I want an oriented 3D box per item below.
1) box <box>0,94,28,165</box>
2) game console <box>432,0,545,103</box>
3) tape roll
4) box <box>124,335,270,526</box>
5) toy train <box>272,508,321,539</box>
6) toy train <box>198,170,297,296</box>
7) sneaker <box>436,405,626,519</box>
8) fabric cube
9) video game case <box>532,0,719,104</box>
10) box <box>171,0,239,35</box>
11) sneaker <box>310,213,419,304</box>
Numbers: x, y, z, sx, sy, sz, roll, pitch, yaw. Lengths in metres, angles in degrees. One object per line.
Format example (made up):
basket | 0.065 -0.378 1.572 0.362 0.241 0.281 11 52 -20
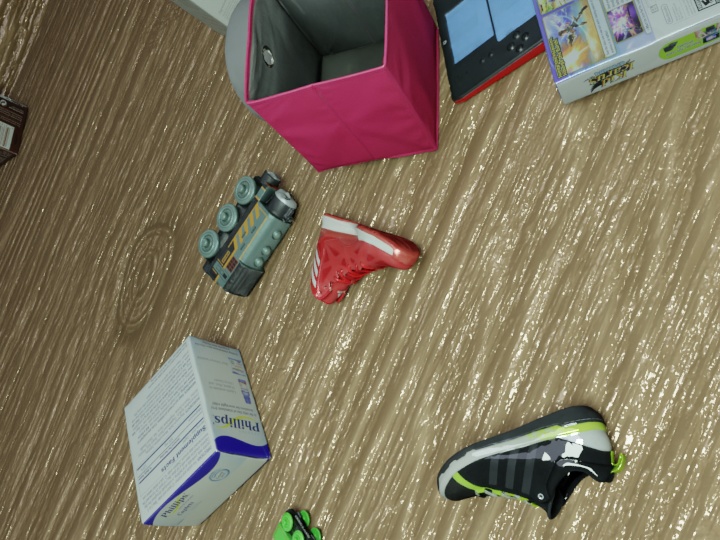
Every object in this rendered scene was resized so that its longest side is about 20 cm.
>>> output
box | -1.158 -0.435 2.102 0.196 0.164 0.169 -12 66 39
game console | 0.175 -0.342 0.894 0.174 0.031 0.205 -25 57 34
tape roll | -0.108 -0.327 1.038 0.065 0.198 0.206 7 78 43
box | -0.248 0.240 1.018 0.184 0.104 0.203 -44 48 21
toy train | -0.048 0.375 0.823 0.200 0.041 0.057 44 114 44
toy train | -0.177 -0.057 1.089 0.114 0.085 0.202 44 104 31
sneaker | 0.160 0.203 0.668 0.198 0.071 0.085 -34 54 29
fabric cube | -0.016 -0.274 0.897 0.195 0.199 0.202 -7 70 23
video game case | 0.282 -0.305 0.746 0.177 0.045 0.205 -18 61 24
box | -0.286 -0.536 1.288 0.151 0.198 0.108 32 95 44
sneaker | 0.000 0.000 0.911 0.199 0.077 0.119 26 100 58
